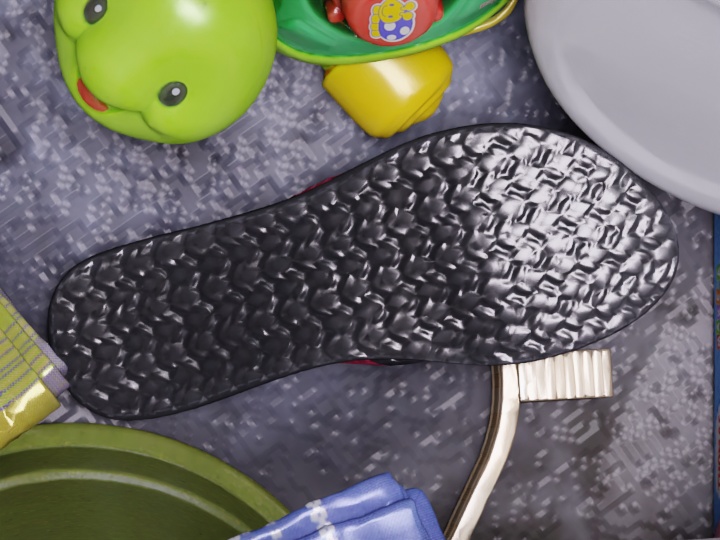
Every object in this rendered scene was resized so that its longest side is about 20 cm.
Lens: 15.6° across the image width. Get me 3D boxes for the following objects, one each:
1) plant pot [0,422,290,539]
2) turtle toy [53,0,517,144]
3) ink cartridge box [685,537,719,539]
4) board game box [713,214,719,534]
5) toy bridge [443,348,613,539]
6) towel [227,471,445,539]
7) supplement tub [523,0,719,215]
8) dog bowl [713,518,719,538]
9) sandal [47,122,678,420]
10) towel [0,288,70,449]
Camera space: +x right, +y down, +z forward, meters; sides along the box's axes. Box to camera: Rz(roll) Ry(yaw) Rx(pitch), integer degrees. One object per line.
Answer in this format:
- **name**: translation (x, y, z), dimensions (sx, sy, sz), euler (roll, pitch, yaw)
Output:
- **plant pot**: translation (-0.078, 0.140, 0.734), dimensions (0.200, 0.190, 0.200), euler (1, 85, -8)
- **turtle toy**: translation (-0.012, -0.115, 0.807), dimensions (0.200, 0.101, 0.146), euler (-44, 92, -9)
- **ink cartridge box**: translation (0.035, 0.164, 0.591), dimensions (0.145, 0.084, 0.200), euler (-2, 90, -9)
- **board game box**: translation (0.217, 0.014, 0.862), dimensions (0.200, 0.037, 0.152), euler (2, 85, -7)
- **toy bridge**: translation (0.052, 0.120, 0.835), dimensions (0.067, 0.027, 0.200), euler (-4, 86, -7)
- **towel**: translation (-0.051, 0.150, 0.633), dimensions (0.200, 0.024, 0.145), euler (-22, 92, -8)
- **supplement tub**: translation (0.147, -0.122, 0.805), dimensions (0.122, 0.123, 0.200), euler (39, 63, -3)
- **dog bowl**: translation (0.190, 0.108, 0.778), dimensions (0.200, 0.200, 0.074), euler (5, 70, -8)
- **sandal**: translation (0.000, 0.000, 0.826), dimensions (0.200, 0.045, 0.075), euler (-12, 92, 10)
- **towel**: translation (-0.196, 0.044, 0.780), dimensions (0.200, 0.023, 0.144), euler (-37, 62, -11)
